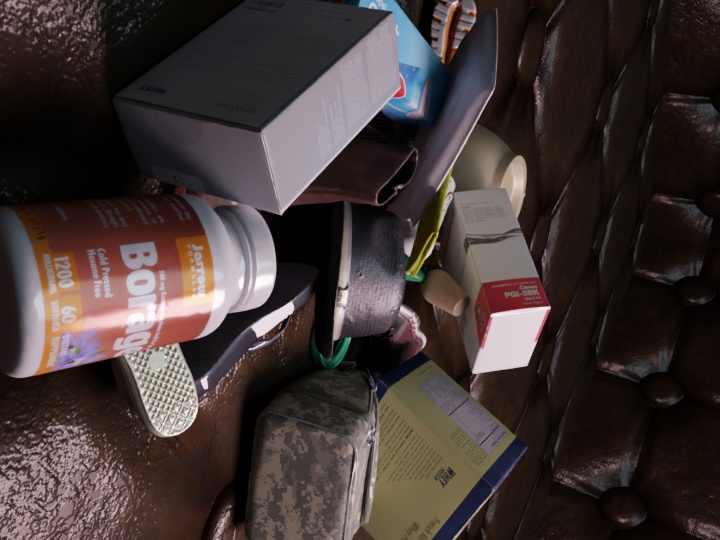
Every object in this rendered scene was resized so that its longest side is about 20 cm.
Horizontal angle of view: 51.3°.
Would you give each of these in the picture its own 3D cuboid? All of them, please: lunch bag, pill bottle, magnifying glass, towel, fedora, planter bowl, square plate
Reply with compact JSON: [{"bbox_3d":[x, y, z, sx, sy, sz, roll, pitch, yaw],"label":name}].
[{"bbox_3d":[-0.046,0.230,0.923,0.168,0.137,0.204,-42,141,-69],"label":"lunch bag"},{"bbox_3d":[-0.165,0.002,0.549,0.198,0.111,0.114,-11,115,-41],"label":"pill bottle"},{"bbox_3d":[-0.031,0.031,0.962,0.079,0.022,0.204,-24,124,-56],"label":"magnifying glass"},{"bbox_3d":[0.087,-0.094,0.887,0.087,0.018,0.202,113,-5,-52],"label":"towel"},{"bbox_3d":[0.000,0.000,0.841,0.201,0.090,0.205,-176,-90,-81],"label":"fedora"},{"bbox_3d":[0.170,-0.125,1.137,0.200,0.133,0.203,-38,136,-48],"label":"planter bowl"},{"bbox_3d":[0.102,-0.184,0.875,0.202,0.028,0.199,-78,-168,-47],"label":"square plate"}]

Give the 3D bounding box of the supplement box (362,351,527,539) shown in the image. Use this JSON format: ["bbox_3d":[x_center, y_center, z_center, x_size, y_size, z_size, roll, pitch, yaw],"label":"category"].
[{"bbox_3d":[0.081,0.264,1.031,0.134,0.199,0.202,-20,145,-57],"label":"supplement box"}]

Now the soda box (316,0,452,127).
[{"bbox_3d":[0.023,-0.225,0.783,0.199,0.063,0.069,28,80,-56],"label":"soda box"}]

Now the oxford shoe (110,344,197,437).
[{"bbox_3d":[-0.190,0.045,0.641,0.074,0.057,0.203,-22,110,-35],"label":"oxford shoe"}]

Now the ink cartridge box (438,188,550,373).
[{"bbox_3d":[0.174,0.012,1.010,0.148,0.081,0.202,93,-12,-54],"label":"ink cartridge box"}]

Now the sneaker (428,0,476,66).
[{"bbox_3d":[0.114,-0.271,1.028,0.077,0.077,0.203,-18,128,-80],"label":"sneaker"}]

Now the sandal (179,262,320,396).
[{"bbox_3d":[-0.119,0.057,0.763,0.200,0.075,0.043,-41,137,-31],"label":"sandal"}]

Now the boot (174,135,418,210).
[{"bbox_3d":[-0.056,-0.088,0.698,0.200,0.164,0.073,-43,139,-44],"label":"boot"}]

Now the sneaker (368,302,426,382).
[{"bbox_3d":[0.038,0.114,1.077,0.117,0.075,0.200,-63,151,-15],"label":"sneaker"}]

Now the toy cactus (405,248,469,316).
[{"bbox_3d":[0.071,0.008,1.003,0.103,0.165,0.200,-51,146,2],"label":"toy cactus"}]

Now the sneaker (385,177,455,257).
[{"bbox_3d":[0.080,-0.088,0.972,0.085,0.072,0.201,-47,-164,26],"label":"sneaker"}]

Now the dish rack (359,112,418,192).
[{"bbox_3d":[0.018,-0.180,0.914,0.199,0.054,0.156,14,92,-64],"label":"dish rack"}]

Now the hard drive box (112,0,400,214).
[{"bbox_3d":[-0.080,-0.152,0.636,0.200,0.154,0.078,-50,145,-37],"label":"hard drive box"}]
